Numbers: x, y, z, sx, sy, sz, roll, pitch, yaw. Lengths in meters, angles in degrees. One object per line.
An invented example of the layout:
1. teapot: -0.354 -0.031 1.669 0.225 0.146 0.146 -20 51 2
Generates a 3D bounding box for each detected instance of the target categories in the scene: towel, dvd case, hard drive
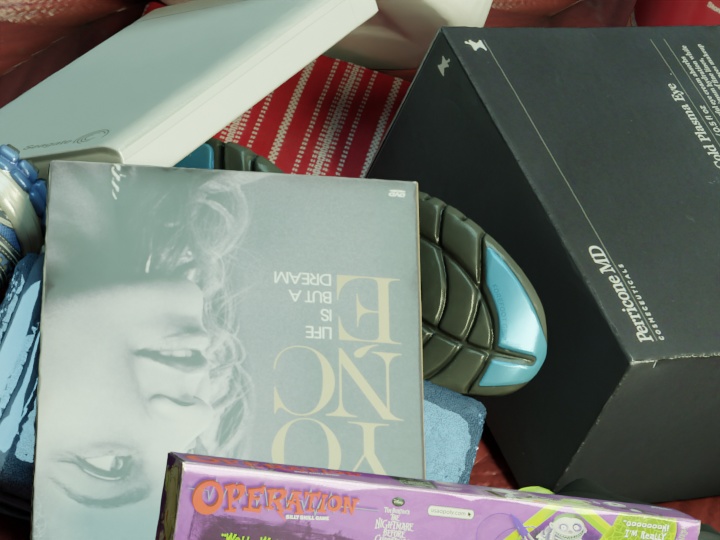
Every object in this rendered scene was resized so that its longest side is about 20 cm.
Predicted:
1. towel: -0.056 0.068 1.136 0.199 0.049 0.112 19 60 3
2. towel: -0.024 -0.057 1.380 0.199 0.023 0.145 18 36 0
3. dvd case: -0.049 0.048 1.111 0.148 0.016 0.201 3 60 -7
4. hard drive: -0.097 -0.076 1.277 0.132 0.027 0.200 -7 22 36

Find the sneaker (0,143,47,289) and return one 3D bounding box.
1. sneaker: -0.228 -0.027 1.176 0.199 0.077 0.085 12 49 16

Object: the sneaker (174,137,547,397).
1. sneaker: 0.000 0.000 1.230 0.200 0.073 0.082 26 -6 28

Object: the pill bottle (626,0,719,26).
1. pill bottle: 0.217 -0.176 1.510 0.113 0.200 0.113 14 34 -9

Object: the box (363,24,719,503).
1. box: 0.129 -0.006 1.289 0.182 0.104 0.200 -2 48 -31

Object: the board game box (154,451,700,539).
1. board game box: 0.020 0.135 1.049 0.199 0.120 0.032 8 7 -18

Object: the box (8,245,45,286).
1. box: -0.053 0.040 1.210 0.200 0.039 0.041 28 36 12

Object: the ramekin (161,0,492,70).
1. ramekin: -0.020 -0.171 1.393 0.200 0.200 0.098 16 76 -6

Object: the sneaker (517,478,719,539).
1. sneaker: 0.152 0.131 1.161 0.200 0.072 0.083 24 31 5
